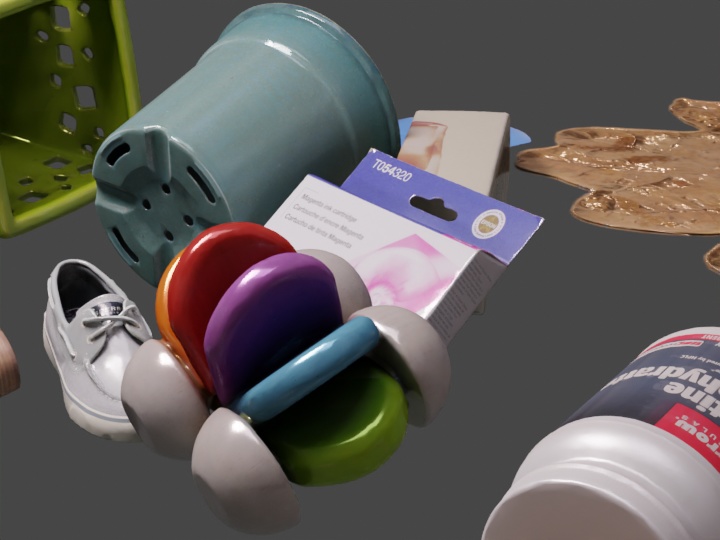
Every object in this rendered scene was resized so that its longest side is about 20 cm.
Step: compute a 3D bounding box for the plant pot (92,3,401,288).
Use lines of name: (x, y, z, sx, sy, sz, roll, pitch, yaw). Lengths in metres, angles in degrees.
plant pot: (-0.101, -0.086, 1.356, 0.198, 0.202, 0.196, 15, 36, 31)

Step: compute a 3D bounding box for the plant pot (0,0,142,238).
plant pot: (-0.329, -0.157, 1.501, 0.180, 0.202, 0.199, 6, 24, 33)

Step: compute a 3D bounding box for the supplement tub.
supplement tub: (0.165, 0.127, 0.906, 0.139, 0.142, 0.199, 14, 27, 30)

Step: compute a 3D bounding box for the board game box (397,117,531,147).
board game box: (0.058, -0.105, 1.568, 0.199, 0.039, 0.157, -15, 22, -41)

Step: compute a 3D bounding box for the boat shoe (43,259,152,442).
boat shoe: (-0.181, 0.050, 1.169, 0.069, 0.072, 0.201, -10, 27, -23)

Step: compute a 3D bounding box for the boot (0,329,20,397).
boot: (-0.343, 0.054, 1.170, 0.153, 0.075, 0.200, -18, 26, -26)

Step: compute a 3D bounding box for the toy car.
toy car: (-0.054, 0.047, 1.031, 0.174, 0.151, 0.200, -33, 43, -21)

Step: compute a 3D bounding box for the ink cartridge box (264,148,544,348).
ink cartridge box: (0.000, 0.000, 1.193, 0.196, 0.043, 0.201, 25, 72, 46)

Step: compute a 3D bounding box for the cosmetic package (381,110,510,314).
cosmetic package: (0.071, -0.052, 1.364, 0.086, 0.105, 0.200, 4, 23, 9)
